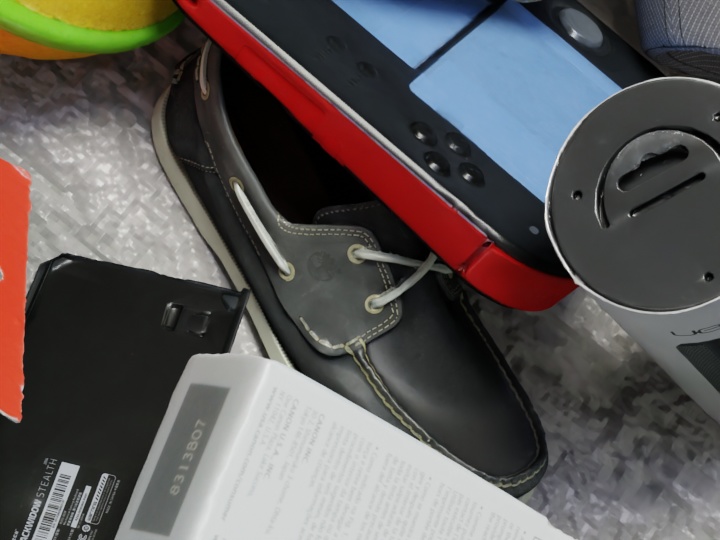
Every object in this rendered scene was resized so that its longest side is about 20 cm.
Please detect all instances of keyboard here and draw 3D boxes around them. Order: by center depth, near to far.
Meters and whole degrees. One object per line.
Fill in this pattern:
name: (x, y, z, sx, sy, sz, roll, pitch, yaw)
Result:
keyboard: (-0.087, 0.091, 0.908, 0.104, 0.040, 0.200, 13, 59, 9)

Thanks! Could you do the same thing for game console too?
game console: (0.034, -0.077, 0.996, 0.177, 0.031, 0.200, 45, 29, 1)

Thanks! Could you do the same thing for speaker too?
speaker: (0.128, 0.002, 0.942, 0.081, 0.200, 0.081, -6, 71, 19)

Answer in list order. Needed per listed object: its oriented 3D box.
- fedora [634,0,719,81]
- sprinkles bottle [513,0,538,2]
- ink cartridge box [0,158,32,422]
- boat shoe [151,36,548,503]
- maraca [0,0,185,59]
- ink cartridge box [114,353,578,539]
fedora: (0.181, -0.116, 1.072, 0.200, 0.177, 0.090, -4, 96, -42)
sprinkles bottle: (0.001, -0.142, 0.947, 0.200, 0.068, 0.068, 8, 59, -47)
ink cartridge box: (-0.166, -0.061, 0.821, 0.200, 0.050, 0.162, 35, 21, -22)
boat shoe: (0.000, 0.000, 0.966, 0.072, 0.068, 0.200, -30, 81, -35)
maraca: (-0.103, -0.140, 0.973, 0.137, 0.107, 0.200, 56, 34, 3)
ink cartridge box: (0.000, 0.140, 0.880, 0.200, 0.057, 0.163, 33, 71, -37)
